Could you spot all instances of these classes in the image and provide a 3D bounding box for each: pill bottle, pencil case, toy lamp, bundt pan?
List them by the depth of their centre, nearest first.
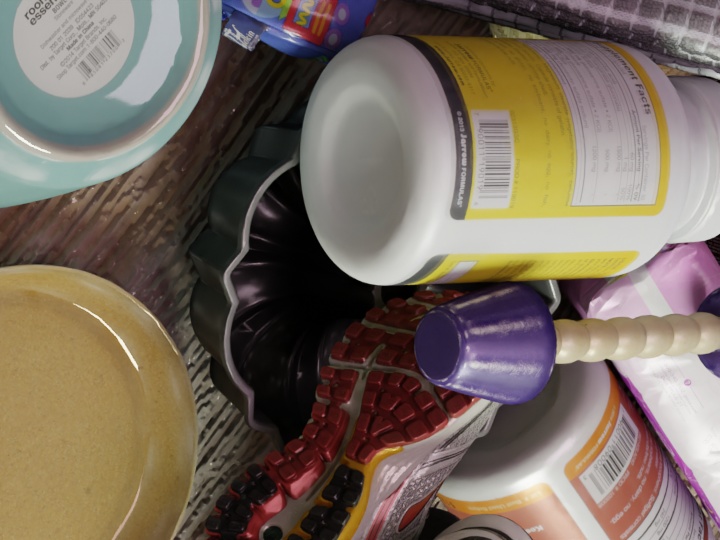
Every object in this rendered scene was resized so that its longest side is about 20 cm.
[{"bbox_3d":[0.081,-0.051,1.137,0.200,0.112,0.112,-2,105,-34],"label":"pill bottle"},{"bbox_3d":[0.110,0.032,1.143,0.200,0.058,0.058,1,103,-40],"label":"toy lamp"},{"bbox_3d":[-0.013,-0.195,1.147,0.087,0.078,0.200,20,93,-10],"label":"pencil case"},{"bbox_3d":[0.000,0.000,1.213,0.202,0.076,0.202,-10,109,-31],"label":"bundt pan"},{"bbox_3d":[0.121,0.135,1.315,0.112,0.112,0.200,-45,124,-15],"label":"pill bottle"}]

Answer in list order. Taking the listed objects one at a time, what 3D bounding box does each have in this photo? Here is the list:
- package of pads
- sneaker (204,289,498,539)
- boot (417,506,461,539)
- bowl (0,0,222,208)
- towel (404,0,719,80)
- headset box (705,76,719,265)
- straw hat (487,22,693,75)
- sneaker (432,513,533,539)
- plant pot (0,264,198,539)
[{"bbox_3d":[0.181,0.057,1.298,0.076,0.121,0.200,-32,108,5],"label":"package of pads"},{"bbox_3d":[0.005,0.089,1.163,0.200,0.078,0.082,-45,148,-18],"label":"sneaker"},{"bbox_3d":[0.030,0.212,1.277,0.174,0.069,0.200,6,107,-67],"label":"boot"},{"bbox_3d":[-0.139,-0.113,1.067,0.201,0.105,0.201,-11,110,-33],"label":"bowl"},{"bbox_3d":[0.124,-0.189,1.175,0.200,0.086,0.166,15,91,1],"label":"towel"},{"bbox_3d":[0.252,-0.045,1.373,0.149,0.077,0.200,-34,120,-22],"label":"headset box"},{"bbox_3d":[0.156,-0.167,1.265,0.201,0.085,0.201,-10,109,-32],"label":"straw hat"},{"bbox_3d":[-0.007,0.192,1.135,0.201,0.076,0.115,-48,167,13],"label":"sneaker"},{"bbox_3d":[-0.169,0.091,1.155,0.200,0.027,0.200,-11,111,-31],"label":"plant pot"}]
